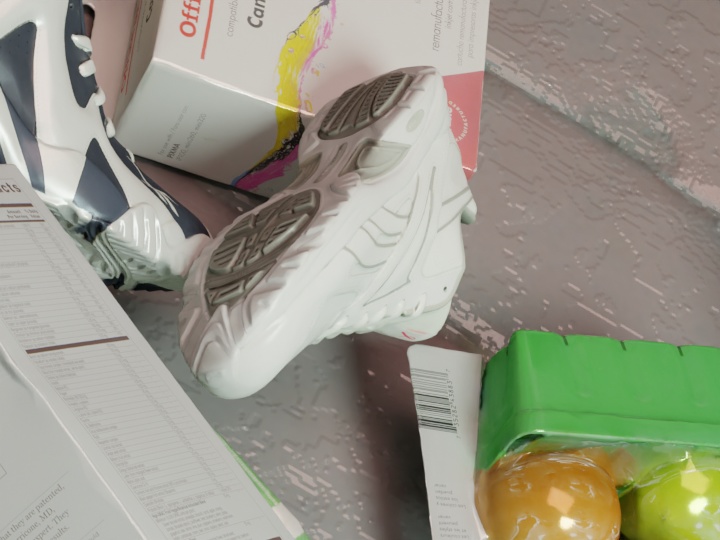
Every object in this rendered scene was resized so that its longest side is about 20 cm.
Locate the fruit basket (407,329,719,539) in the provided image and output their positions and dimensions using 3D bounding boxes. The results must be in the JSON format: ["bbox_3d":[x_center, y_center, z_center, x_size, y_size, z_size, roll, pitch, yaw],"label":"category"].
[{"bbox_3d":[0.112,0.129,1.177,0.185,0.094,0.200,5,64,-23],"label":"fruit basket"}]

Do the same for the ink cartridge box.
[{"bbox_3d":[-0.045,-0.101,1.265,0.200,0.068,0.117,17,51,-15],"label":"ink cartridge box"}]

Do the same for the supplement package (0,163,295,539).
[{"bbox_3d":[-0.134,0.069,1.013,0.200,0.110,0.114,52,17,12],"label":"supplement package"}]

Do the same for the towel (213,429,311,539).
[{"bbox_3d":[-0.130,0.078,1.125,0.200,0.023,0.152,48,51,11],"label":"towel"}]

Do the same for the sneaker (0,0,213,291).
[{"bbox_3d":[-0.126,-0.080,1.132,0.199,0.079,0.130,27,69,-26],"label":"sneaker"}]

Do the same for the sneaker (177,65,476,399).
[{"bbox_3d":[0.000,0.000,1.150,0.099,0.078,0.200,58,46,-21],"label":"sneaker"}]
